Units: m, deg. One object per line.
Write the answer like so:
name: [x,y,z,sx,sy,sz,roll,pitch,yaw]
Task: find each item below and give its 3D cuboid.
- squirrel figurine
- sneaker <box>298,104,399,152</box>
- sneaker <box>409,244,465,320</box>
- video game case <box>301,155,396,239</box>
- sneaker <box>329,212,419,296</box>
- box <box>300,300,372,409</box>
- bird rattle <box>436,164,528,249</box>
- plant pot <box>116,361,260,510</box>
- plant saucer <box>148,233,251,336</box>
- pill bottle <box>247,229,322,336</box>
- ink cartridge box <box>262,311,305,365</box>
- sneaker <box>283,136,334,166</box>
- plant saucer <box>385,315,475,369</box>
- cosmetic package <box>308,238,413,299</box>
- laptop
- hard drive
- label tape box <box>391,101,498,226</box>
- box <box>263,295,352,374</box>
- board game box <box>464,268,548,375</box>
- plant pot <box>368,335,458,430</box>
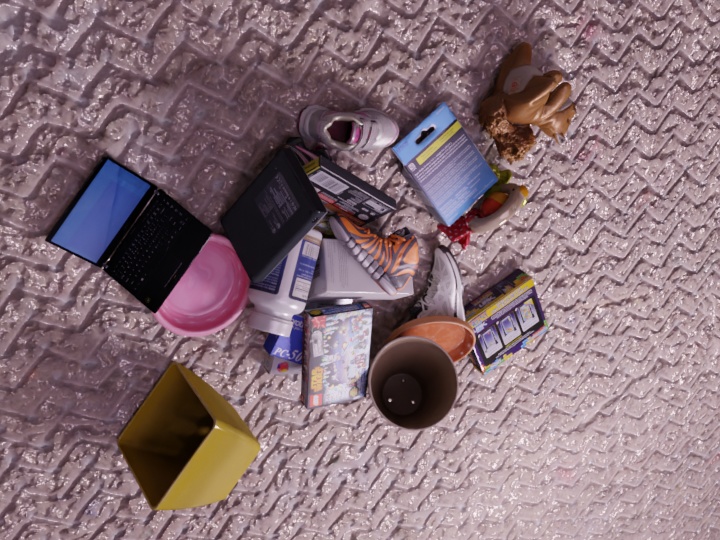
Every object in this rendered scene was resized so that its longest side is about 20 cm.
squirrel figurine: [0.345,-0.319,1.631,0.200,0.142,0.186,-45,137,15]
sneaker: [-0.011,-0.254,1.476,0.197,0.088,0.083,-4,115,-27]
sneaker: [0.159,0.052,1.719,0.114,0.076,0.204,-18,115,-14]
video game case: [-0.064,-0.126,1.464,0.179,0.026,0.199,-23,145,38]
sneaker: [0.034,-0.056,1.503,0.112,0.077,0.200,-45,115,-5]
box: [-0.048,0.167,1.580,0.135,0.040,0.203,-8,114,-26]
bird rattle: [0.259,-0.130,1.647,0.199,0.163,0.114,-39,107,-18]
plant pot: [-0.312,0.332,1.536,0.201,0.200,0.176,-53,136,4]
plant saucer: [-0.298,0.022,1.475,0.197,0.051,0.204,-11,117,-23]
pill bottle: [-0.146,0.014,1.483,0.110,0.110,0.204,17,85,-33]
ink cartridge box: [-0.088,0.145,1.600,0.198,0.044,0.095,23,99,-34]
sneaker: [-0.069,-0.185,1.487,0.199,0.079,0.088,27,71,-47]
plant saucer: [0.151,0.154,1.740,0.196,0.033,0.202,-5,143,-3]
cosmetic package: [0.000,0.000,1.580,0.197,0.084,0.110,4,77,-30]
laptop: [-0.387,-0.058,1.353,0.199,0.103,0.178,38,94,7]
hard drive: [-0.156,-0.094,1.394,0.200,0.141,0.033,-43,157,31]
label tape box: [0.162,-0.212,1.599,0.143,0.066,0.201,-42,110,-4]
box: [-0.103,0.113,1.628,0.154,0.041,0.203,2,111,-29]
board game box: [0.326,0.120,1.854,0.198,0.057,0.167,-33,122,-11]
plant pot: [0.099,0.252,1.701,0.184,0.200,0.191,1,74,-4]
